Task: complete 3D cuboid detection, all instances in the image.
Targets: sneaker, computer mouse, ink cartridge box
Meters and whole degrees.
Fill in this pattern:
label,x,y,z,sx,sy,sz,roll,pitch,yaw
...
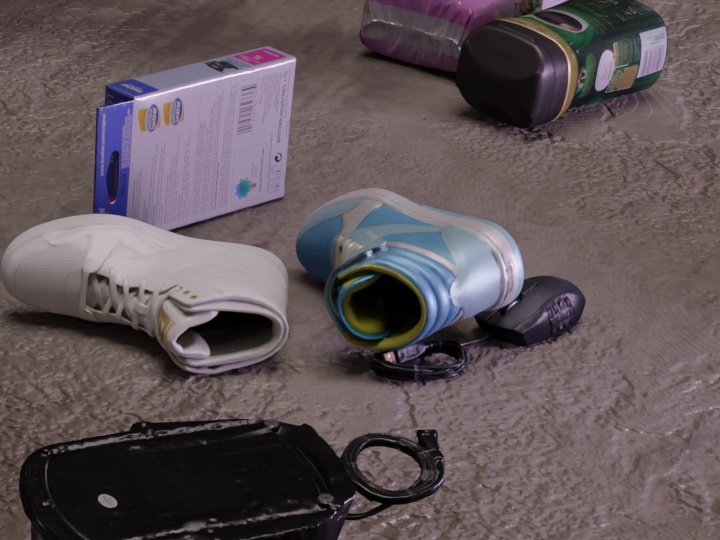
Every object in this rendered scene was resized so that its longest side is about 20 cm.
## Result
label,x,y,z,sx,sy,sz,roll,pitch,yaw
sneaker,-0.145,0.017,1.641,0.200,0.074,0.116,4,21,-7
sneaker,0.000,0.000,1.687,0.200,0.080,0.131,7,23,44
computer mouse,0.085,0.037,1.692,0.059,0.034,0.200,26,32,37
ink cartridge box,-0.135,-0.094,1.834,0.042,0.119,0.200,25,31,36

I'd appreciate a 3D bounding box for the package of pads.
label,x,y,z,sx,sy,sz,roll,pitch,yaw
package of pads,0.101,-0.247,2.283,0.120,0.076,0.200,20,28,28

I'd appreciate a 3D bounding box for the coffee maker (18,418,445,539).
label,x,y,z,sx,sy,sz,roll,pitch,yaw
coffee maker,-0.062,0.183,1.126,0.192,0.200,0.135,3,26,1

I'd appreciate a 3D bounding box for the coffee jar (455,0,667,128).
label,x,y,z,sx,sy,sz,roll,pitch,yaw
coffee jar,0.178,-0.187,2.152,0.104,0.085,0.200,27,30,33
